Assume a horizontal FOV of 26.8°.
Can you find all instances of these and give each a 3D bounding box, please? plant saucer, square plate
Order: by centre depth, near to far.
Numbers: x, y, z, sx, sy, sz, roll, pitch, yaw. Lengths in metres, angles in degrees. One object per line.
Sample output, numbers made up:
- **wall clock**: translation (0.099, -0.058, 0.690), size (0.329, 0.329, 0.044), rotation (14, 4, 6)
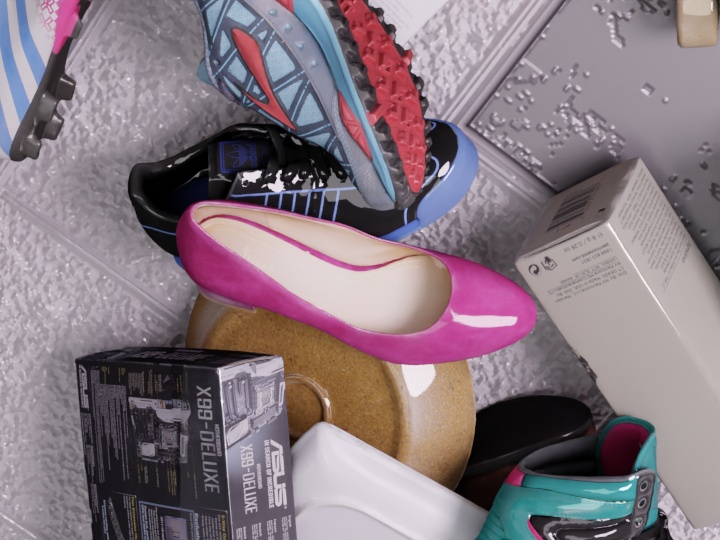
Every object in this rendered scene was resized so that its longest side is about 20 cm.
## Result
- **plant saucer**: translation (-0.029, 0.076, 0.903), size (0.198, 0.035, 0.203), rotation (8, 109, 25)
- **square plate**: translation (0.008, 0.191, 0.913), size (0.199, 0.029, 0.198), rotation (31, 132, -14)

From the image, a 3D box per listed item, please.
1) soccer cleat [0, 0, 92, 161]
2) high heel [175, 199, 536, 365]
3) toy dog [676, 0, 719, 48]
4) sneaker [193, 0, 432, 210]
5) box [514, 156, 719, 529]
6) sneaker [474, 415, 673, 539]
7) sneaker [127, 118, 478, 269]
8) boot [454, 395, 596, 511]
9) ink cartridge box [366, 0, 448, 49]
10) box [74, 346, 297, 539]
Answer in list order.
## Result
- **soccer cleat**: translation (-0.188, -0.155, 0.844), size (0.086, 0.070, 0.201), rotation (25, 114, -3)
- **high heel**: translation (0.000, 0.000, 0.812), size (0.198, 0.096, 0.068), rotation (14, 71, 4)
- **toy dog**: translation (0.202, -0.191, 0.760), size (0.131, 0.096, 0.202), rotation (-20, 108, 15)
- **sneaker**: translation (-0.037, -0.115, 0.794), size (0.095, 0.079, 0.201), rotation (-25, 101, 31)
- **box**: translation (0.175, 0.043, 0.862), size (0.068, 0.082, 0.201), rotation (-25, 106, 36)
- **sneaker**: translation (0.159, 0.146, 0.841), size (0.198, 0.084, 0.122), rotation (11, 98, -14)
- **sneaker**: translation (-0.035, -0.051, 0.853), size (0.198, 0.071, 0.078), rotation (-16, 148, 15)
- **boot**: translation (0.108, 0.191, 0.948), size (0.187, 0.069, 0.201), rotation (-32, 106, 18)
- **ink cartridge box**: translation (0.012, -0.189, 0.814), size (0.109, 0.050, 0.200), rotation (44, 110, -10)
- **box**: translation (-0.102, 0.148, 0.890), size (0.157, 0.049, 0.203), rotation (-2, 93, 50)
